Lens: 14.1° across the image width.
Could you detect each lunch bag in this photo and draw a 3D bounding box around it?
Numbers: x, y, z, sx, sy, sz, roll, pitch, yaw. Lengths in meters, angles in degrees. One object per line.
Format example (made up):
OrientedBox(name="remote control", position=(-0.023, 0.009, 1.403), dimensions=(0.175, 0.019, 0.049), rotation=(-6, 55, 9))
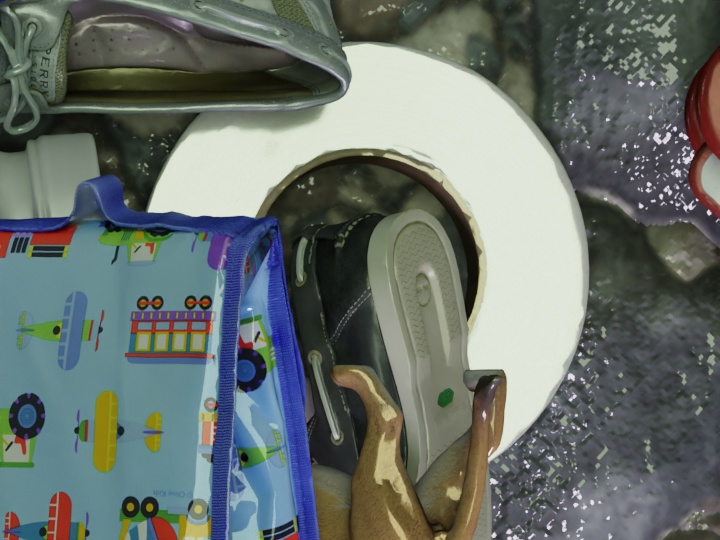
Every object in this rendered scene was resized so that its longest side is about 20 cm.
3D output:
OrientedBox(name="lunch bag", position=(-0.101, 0.064, 1.121), dimensions=(0.150, 0.094, 0.201), rotation=(0, 96, 27))

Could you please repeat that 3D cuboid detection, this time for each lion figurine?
OrientedBox(name="lion figurine", position=(-0.016, 0.101, 1.162), dimensions=(0.072, 0.200, 0.123), rotation=(6, 81, -41))

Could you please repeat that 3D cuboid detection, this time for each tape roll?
OrientedBox(name="tape roll", position=(0.000, 0.000, 1.276), dimensions=(0.202, 0.037, 0.203), rotation=(0, 86, -6))

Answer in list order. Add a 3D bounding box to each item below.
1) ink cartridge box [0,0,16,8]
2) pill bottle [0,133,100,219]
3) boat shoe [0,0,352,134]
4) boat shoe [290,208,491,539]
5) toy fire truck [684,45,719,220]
OrientedBox(name="ink cartridge box", position=(-0.243, -0.140, 1.089), dimensions=(0.200, 0.198, 0.047), rotation=(46, 120, 2))
OrientedBox(name="pill bottle", position=(-0.206, -0.006, 1.215), dimensions=(0.199, 0.112, 0.112), rotation=(-6, 87, -6))
OrientedBox(name="boat shoe", position=(-0.104, -0.094, 1.202), dimensions=(0.201, 0.065, 0.075), rotation=(0, 131, -20))
OrientedBox(name="boat shoe", position=(0.012, 0.076, 1.232), dimensions=(0.067, 0.072, 0.201), rotation=(-6, 95, 31))
OrientedBox(name="toy fire truck", position=(0.242, -0.069, 1.255), dimensions=(0.168, 0.112, 0.200), rotation=(42, 92, 2))
